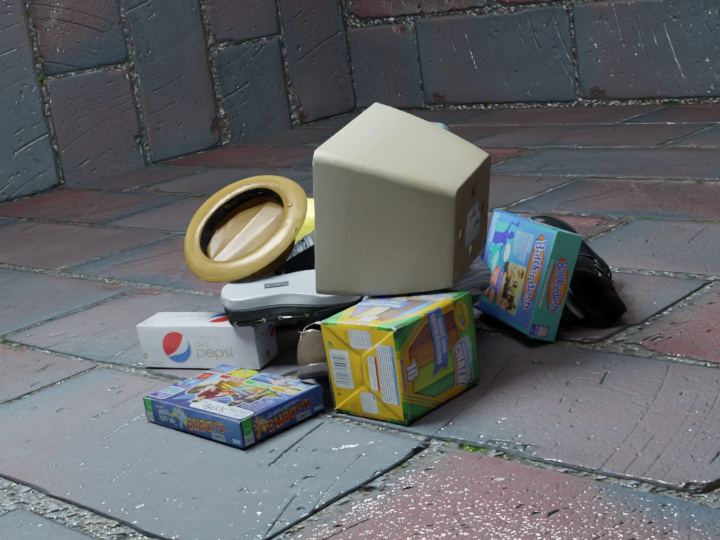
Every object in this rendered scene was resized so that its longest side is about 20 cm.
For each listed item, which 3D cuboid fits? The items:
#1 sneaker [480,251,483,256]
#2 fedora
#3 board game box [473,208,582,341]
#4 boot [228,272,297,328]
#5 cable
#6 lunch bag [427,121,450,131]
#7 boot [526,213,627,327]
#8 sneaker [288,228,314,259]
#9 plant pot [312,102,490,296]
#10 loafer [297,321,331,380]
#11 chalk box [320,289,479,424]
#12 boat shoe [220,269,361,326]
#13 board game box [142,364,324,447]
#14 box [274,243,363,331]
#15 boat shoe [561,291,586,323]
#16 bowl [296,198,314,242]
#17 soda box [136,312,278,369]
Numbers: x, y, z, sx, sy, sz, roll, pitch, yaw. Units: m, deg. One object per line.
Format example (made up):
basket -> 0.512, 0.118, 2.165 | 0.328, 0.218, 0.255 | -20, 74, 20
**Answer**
sneaker -> 0.152, -0.009, 1.795 | 0.076, 0.200, 0.092 | -2, 54, 17
fedora -> -0.157, -0.046, 1.710 | 0.200, 0.082, 0.201 | -13, 48, 15
board game box -> 0.231, 0.003, 1.678 | 0.045, 0.152, 0.200 | 12, 7, -21
boot -> -0.112, 0.009, 1.819 | 0.200, 0.155, 0.072 | -13, 40, -6
cable -> 0.090, 0.035, 1.652 | 0.200, 0.069, 0.200 | -20, -13, -27
lunch bag -> 0.059, -0.153, 1.876 | 0.200, 0.122, 0.170 | -31, 11, 19
boot -> 0.306, -0.005, 1.715 | 0.165, 0.066, 0.200 | 34, 18, -3
sneaker -> -0.110, -0.012, 1.888 | 0.081, 0.200, 0.074 | 22, 33, -40
plant pot -> 0.062, -0.081, 1.511 | 0.177, 0.200, 0.200 | 11, 30, 21
loafer -> -0.040, 0.101, 1.553 | 0.073, 0.071, 0.200 | -6, -2, 5
chalk box -> 0.067, 0.094, 1.476 | 0.124, 0.125, 0.200 | 5, 20, 42
boat shoe -> -0.093, 0.042, 1.637 | 0.200, 0.057, 0.069 | -4, 33, 3
board game box -> -0.162, 0.167, 1.489 | 0.135, 0.035, 0.200 | -21, 18, -41
box -> 0.000, 0.000, 1.760 | 0.148, 0.107, 0.200 | -30, -10, 37
boat shoe -> 0.268, 0.034, 1.734 | 0.060, 0.076, 0.200 | -45, 23, 8
bowl -> -0.074, -0.024, 2.001 | 0.200, 0.200, 0.108 | -1, 59, 25
soda box -> -0.223, 0.101, 1.714 | 0.200, 0.068, 0.064 | -1, 17, 25
